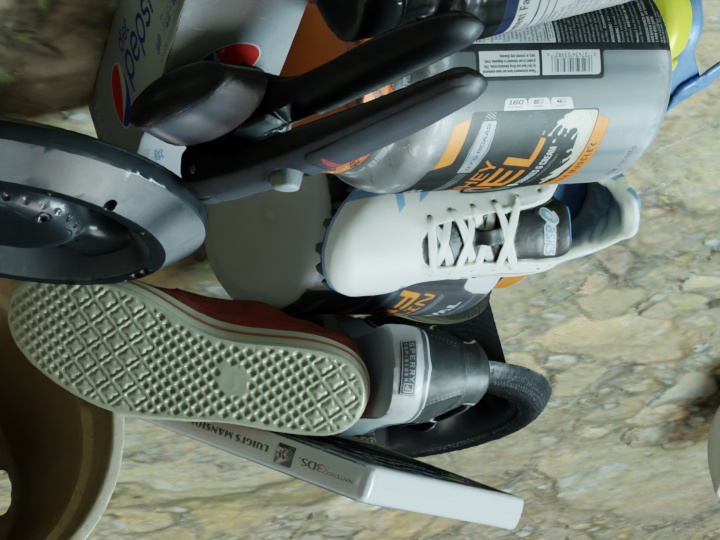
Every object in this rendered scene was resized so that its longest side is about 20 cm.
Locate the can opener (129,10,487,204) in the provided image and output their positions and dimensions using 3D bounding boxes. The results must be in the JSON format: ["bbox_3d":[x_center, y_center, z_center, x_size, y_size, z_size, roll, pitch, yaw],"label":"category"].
[{"bbox_3d":[-0.018,-0.072,1.351,0.199,0.064,0.078,-11,171,41],"label":"can opener"}]

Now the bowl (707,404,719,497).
[{"bbox_3d":[0.370,0.094,2.313,0.199,0.075,0.200,-15,156,-17],"label":"bowl"}]

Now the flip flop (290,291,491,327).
[{"bbox_3d":[0.000,0.000,1.764,0.199,0.082,0.057,-10,-175,-37],"label":"flip flop"}]

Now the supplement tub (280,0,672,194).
[{"bbox_3d":[0.051,-0.102,1.500,0.199,0.123,0.123,-4,152,-36],"label":"supplement tub"}]

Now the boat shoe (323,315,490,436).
[{"bbox_3d":[0.020,0.060,1.629,0.056,0.069,0.200,2,179,-14],"label":"boat shoe"}]

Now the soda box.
[{"bbox_3d":[-0.081,-0.110,1.436,0.068,0.064,0.200,-11,156,-19],"label":"soda box"}]

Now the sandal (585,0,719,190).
[{"bbox_3d":[0.158,-0.103,1.665,0.087,0.080,0.200,-13,158,-31],"label":"sandal"}]

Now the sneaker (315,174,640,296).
[{"bbox_3d":[0.065,-0.027,1.578,0.199,0.072,0.072,-14,-159,-33],"label":"sneaker"}]

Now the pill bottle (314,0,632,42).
[{"bbox_3d":[0.076,-0.171,1.379,0.199,0.112,0.112,-15,157,-17],"label":"pill bottle"}]

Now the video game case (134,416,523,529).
[{"bbox_3d":[-0.025,0.104,1.664,0.181,0.023,0.200,18,179,29],"label":"video game case"}]

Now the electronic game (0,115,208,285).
[{"bbox_3d":[-0.174,-0.037,1.458,0.199,0.042,0.200,7,162,2],"label":"electronic game"}]

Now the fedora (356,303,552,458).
[{"bbox_3d":[0.018,0.056,1.855,0.199,0.092,0.201,-5,160,-2],"label":"fedora"}]

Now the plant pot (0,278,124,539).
[{"bbox_3d":[-0.244,0.104,1.641,0.199,0.202,0.184,-15,169,-17],"label":"plant pot"}]

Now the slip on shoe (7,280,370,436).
[{"bbox_3d":[-0.092,0.042,1.572,0.199,0.075,0.061,12,-163,0],"label":"slip on shoe"}]

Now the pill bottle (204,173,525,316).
[{"bbox_3d":[0.015,-0.027,1.660,0.199,0.107,0.106,2,148,-45],"label":"pill bottle"}]
